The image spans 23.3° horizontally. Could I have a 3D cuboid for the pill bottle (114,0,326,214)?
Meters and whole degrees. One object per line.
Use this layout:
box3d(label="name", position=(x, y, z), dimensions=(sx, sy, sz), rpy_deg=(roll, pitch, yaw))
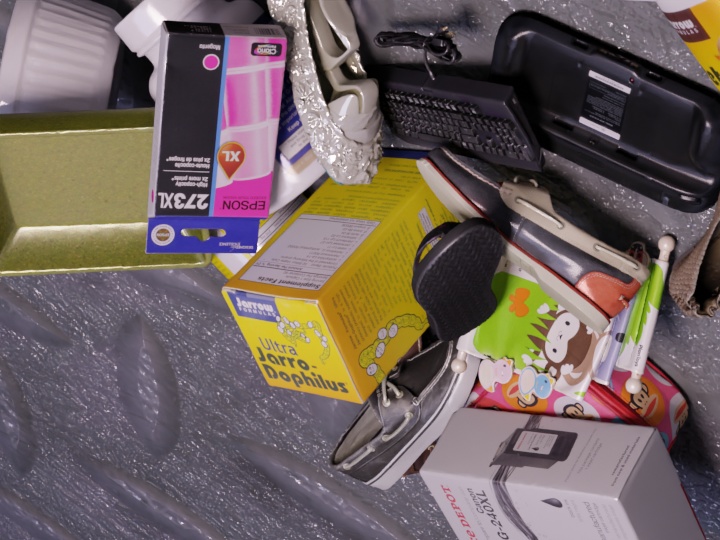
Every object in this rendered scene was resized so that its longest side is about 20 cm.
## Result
box3d(label="pill bottle", position=(-0.105, -0.155, 1.455), dimensions=(0.200, 0.120, 0.120), rpy_deg=(49, 146, -10))

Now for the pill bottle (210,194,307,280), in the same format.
box3d(label="pill bottle", position=(-0.084, -0.028, 1.591), dimensions=(0.200, 0.104, 0.104), rpy_deg=(47, 146, -7))

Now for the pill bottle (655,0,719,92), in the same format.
box3d(label="pill bottle", position=(0.259, -0.159, 1.091), dimensions=(0.200, 0.109, 0.109), rpy_deg=(51, 145, -14))

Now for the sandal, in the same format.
box3d(label="sandal", position=(0.068, 0.002, 1.370), dimensions=(0.048, 0.075, 0.200), rpy_deg=(58, 171, 20))

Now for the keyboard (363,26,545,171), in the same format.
box3d(label="keyboard", position=(0.058, -0.137, 1.356), dimensions=(0.200, 0.021, 0.127), rpy_deg=(17, 142, 55))

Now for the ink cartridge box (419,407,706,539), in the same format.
box3d(label="ink cartridge box", position=(0.169, 0.198, 1.472), dimensions=(0.200, 0.083, 0.145), rpy_deg=(2, 134, 39))

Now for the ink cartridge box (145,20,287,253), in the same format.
box3d(label="ink cartridge box", position=(-0.116, -0.097, 1.379), dimensions=(0.037, 0.095, 0.200), rpy_deg=(-116, 30, -58))

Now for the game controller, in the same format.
box3d(label="game controller", position=(0.182, -0.117, 1.290), dimensions=(0.200, 0.042, 0.104), rpy_deg=(27, 130, 20))

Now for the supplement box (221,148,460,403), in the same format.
box3d(label="supplement box", position=(0.000, 0.000, 1.451), dimensions=(0.109, 0.200, 0.110), rpy_deg=(8, 133, 41))

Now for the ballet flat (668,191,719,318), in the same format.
box3d(label="ballet flat", position=(0.275, -0.020, 1.272), dimensions=(0.067, 0.046, 0.200), rpy_deg=(16, 148, -7))

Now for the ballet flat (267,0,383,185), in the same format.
box3d(label="ballet flat", position=(-0.022, -0.159, 1.379), dimensions=(0.072, 0.072, 0.200), rpy_deg=(-6, 109, 49))

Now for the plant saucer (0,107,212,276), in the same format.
box3d(label="plant saucer", position=(-0.230, -0.073, 1.474), dimensions=(0.200, 0.048, 0.200), rpy_deg=(-3, 146, -2))

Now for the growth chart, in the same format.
box3d(label="growth chart", position=(0.161, 0.037, 1.417), dimensions=(0.200, 0.145, 0.018), rpy_deg=(7, 176, 43))

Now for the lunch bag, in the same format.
box3d(label="lunch bag", position=(0.189, 0.134, 1.526), dimensions=(0.176, 0.082, 0.200), rpy_deg=(38, 146, -3))

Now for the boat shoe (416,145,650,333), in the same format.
box3d(label="boat shoe", position=(0.132, -0.036, 1.362), dimensions=(0.200, 0.063, 0.071), rpy_deg=(40, 177, 11))

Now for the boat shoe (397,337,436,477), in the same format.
box3d(label="boat shoe", position=(0.049, 0.113, 1.656), dimensions=(0.070, 0.070, 0.200), rpy_deg=(0, 130, -3))

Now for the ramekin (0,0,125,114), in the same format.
box3d(label="ramekin", position=(-0.268, -0.154, 1.563), dimensions=(0.094, 0.202, 0.202), rpy_deg=(9, 144, -6))

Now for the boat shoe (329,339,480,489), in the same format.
box3d(label="boat shoe", position=(0.039, 0.122, 1.573), dimensions=(0.064, 0.071, 0.200), rpy_deg=(21, 123, -22))
